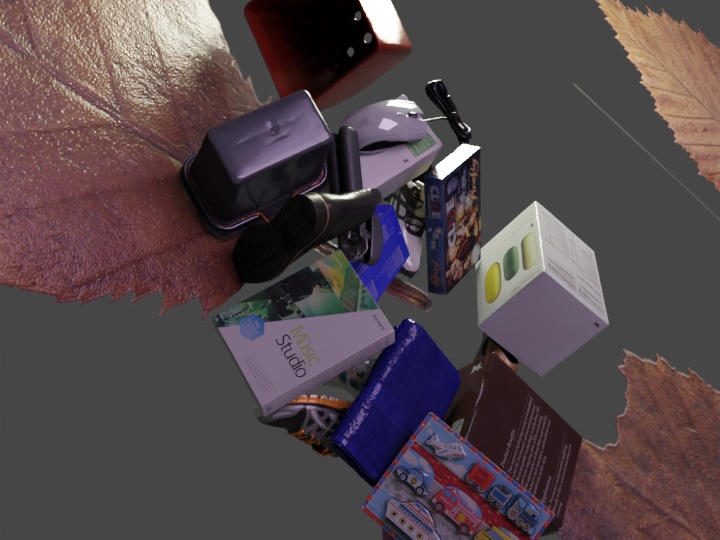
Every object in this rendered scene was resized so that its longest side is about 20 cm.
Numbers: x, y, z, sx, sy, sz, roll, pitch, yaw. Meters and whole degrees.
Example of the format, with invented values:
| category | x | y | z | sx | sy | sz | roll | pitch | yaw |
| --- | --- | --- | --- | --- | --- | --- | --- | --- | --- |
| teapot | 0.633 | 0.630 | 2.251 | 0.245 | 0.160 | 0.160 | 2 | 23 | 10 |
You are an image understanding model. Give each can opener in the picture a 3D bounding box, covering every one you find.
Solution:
| category | x | y | z | sx | sy | sz | roll | pitch | yaw |
| --- | --- | --- | --- | --- | --- | --- | --- | --- | --- |
| can opener | -0.008 | -0.102 | 1.349 | 0.066 | 0.053 | 0.204 | 19 | 58 | -45 |

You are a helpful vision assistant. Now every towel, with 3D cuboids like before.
| category | x | y | z | sx | sy | sz | roll | pitch | yaw |
| --- | --- | --- | --- | --- | --- | --- | --- | --- | --- |
| towel | 0.046 | 0.182 | 1.256 | 0.148 | 0.049 | 0.202 | 50 | 62 | -34 |

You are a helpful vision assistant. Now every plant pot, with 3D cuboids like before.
| category | x | y | z | sx | sy | sz | roll | pitch | yaw |
| --- | --- | --- | --- | --- | --- | --- | --- | --- | --- |
| plant pot | -0.032 | -0.378 | 1.514 | 0.175 | 0.198 | 0.203 | -12 | 75 | -55 |

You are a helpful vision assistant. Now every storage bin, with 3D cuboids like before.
| category | x | y | z | sx | sy | sz | roll | pitch | yaw |
| --- | --- | --- | --- | --- | --- | --- | --- | --- | --- |
| storage bin | -0.127 | -0.145 | 1.278 | 0.198 | 0.134 | 0.147 | -27 | 82 | -22 |

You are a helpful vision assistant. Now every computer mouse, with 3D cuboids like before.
| category | x | y | z | sx | sy | sz | roll | pitch | yaw |
| --- | --- | --- | --- | --- | --- | --- | --- | --- | --- |
| computer mouse | 0.065 | -0.222 | 1.414 | 0.196 | 0.044 | 0.111 | -16 | 73 | -21 |

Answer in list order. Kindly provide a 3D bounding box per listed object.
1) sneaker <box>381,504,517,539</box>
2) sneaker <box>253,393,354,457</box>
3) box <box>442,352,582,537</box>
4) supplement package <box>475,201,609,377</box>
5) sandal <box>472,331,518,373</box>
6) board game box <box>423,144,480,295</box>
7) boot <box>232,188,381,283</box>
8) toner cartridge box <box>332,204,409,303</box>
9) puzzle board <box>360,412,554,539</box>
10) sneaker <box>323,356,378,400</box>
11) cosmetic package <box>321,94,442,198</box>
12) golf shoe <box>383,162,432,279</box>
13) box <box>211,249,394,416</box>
| category | x | y | z | sx | sy | sz | roll | pitch | yaw |
| --- | --- | --- | --- | --- | --- | --- | --- | --- | --- |
| sneaker | 0.128 | 0.336 | 1.257 | 0.088 | 0.197 | 0.082 | 18 | 61 | -53 |
| sneaker | -0.049 | 0.206 | 1.248 | 0.197 | 0.078 | 0.079 | 13 | 77 | -29 |
| box | 0.182 | 0.262 | 1.352 | 0.200 | 0.163 | 0.167 | 43 | 46 | -14 |
| supplement package | 0.290 | 0.028 | 1.556 | 0.150 | 0.152 | 0.202 | 36 | 31 | -19 |
| sandal | 0.230 | 0.146 | 1.540 | 0.081 | 0.054 | 0.202 | 40 | 45 | -19 |
| board game box | 0.150 | -0.081 | 1.526 | 0.135 | 0.034 | 0.204 | -41 | 135 | -46 |
| boot | -0.070 | -0.046 | 1.276 | 0.137 | 0.198 | 0.079 | -16 | 83 | -45 |
| toner cartridge box | 0.000 | 0.000 | 1.386 | 0.201 | 0.042 | 0.096 | -52 | 135 | -39 |
| puzzle board | 0.119 | 0.300 | 1.186 | 0.199 | 0.017 | 0.152 | 38 | 86 | 12 |
| sneaker | 0.005 | 0.136 | 1.317 | 0.199 | 0.093 | 0.071 | 39 | 46 | -19 |
| cosmetic package | 0.013 | -0.165 | 1.447 | 0.199 | 0.085 | 0.108 | -35 | 81 | -26 |
| golf shoe | 0.081 | -0.090 | 1.514 | 0.077 | 0.094 | 0.204 | 19 | 57 | -34 |
| box | -0.073 | 0.076 | 1.224 | 0.197 | 0.037 | 0.145 | -28 | 63 | -16 |
